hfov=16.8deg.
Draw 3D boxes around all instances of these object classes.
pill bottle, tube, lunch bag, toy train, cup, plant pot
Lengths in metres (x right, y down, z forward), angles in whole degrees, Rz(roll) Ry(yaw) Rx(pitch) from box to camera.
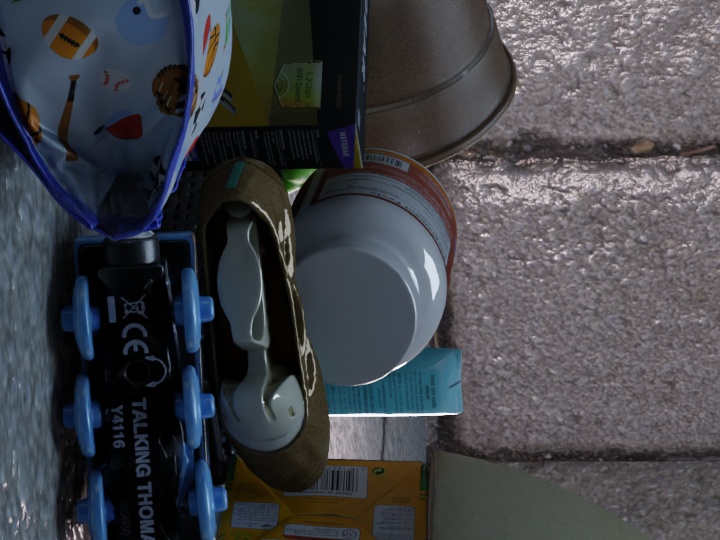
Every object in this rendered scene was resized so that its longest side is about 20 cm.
[{"bbox_3d":[0.000,0.000,1.496,0.200,0.111,0.113,-71,160,-73],"label":"pill bottle"},{"bbox_3d":[-0.028,0.077,1.693,0.078,0.199,0.051,83,9,-58],"label":"tube"},{"bbox_3d":[-0.121,-0.130,1.154,0.170,0.123,0.201,-79,159,-69],"label":"lunch bag"},{"bbox_3d":[-0.121,0.071,1.354,0.114,0.086,0.201,-116,-158,-81],"label":"toy train"},{"bbox_3d":[0.108,0.211,1.449,0.200,0.142,0.202,2,90,-89],"label":"cup"},{"bbox_3d":[-0.003,-0.200,1.686,0.201,0.199,0.199,-84,165,-50],"label":"plant pot"}]

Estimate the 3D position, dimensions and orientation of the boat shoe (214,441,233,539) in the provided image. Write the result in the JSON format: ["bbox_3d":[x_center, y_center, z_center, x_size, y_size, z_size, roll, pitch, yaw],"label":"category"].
[{"bbox_3d":[-0.109,0.178,1.678,0.062,0.073,0.200,-41,161,-20],"label":"boat shoe"}]

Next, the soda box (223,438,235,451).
[{"bbox_3d":[-0.085,0.101,1.785,0.064,0.067,0.201,-79,167,-62],"label":"soda box"}]

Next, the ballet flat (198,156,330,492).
[{"bbox_3d":[-0.058,0.038,1.364,0.072,0.067,0.201,-63,150,-73],"label":"ballet flat"}]

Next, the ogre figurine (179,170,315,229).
[{"bbox_3d":[-0.080,-0.121,1.591,0.098,0.119,0.201,-61,150,-79],"label":"ogre figurine"}]

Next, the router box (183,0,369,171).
[{"bbox_3d":[-0.074,-0.156,1.470,0.052,0.156,0.201,80,10,-60],"label":"router box"}]

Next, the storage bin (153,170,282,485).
[{"bbox_3d":[-0.099,0.024,1.517,0.201,0.093,0.136,-84,172,-45],"label":"storage bin"}]

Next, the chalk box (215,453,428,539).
[{"bbox_3d":[-0.024,0.227,1.448,0.124,0.124,0.201,-84,176,-60],"label":"chalk box"}]
